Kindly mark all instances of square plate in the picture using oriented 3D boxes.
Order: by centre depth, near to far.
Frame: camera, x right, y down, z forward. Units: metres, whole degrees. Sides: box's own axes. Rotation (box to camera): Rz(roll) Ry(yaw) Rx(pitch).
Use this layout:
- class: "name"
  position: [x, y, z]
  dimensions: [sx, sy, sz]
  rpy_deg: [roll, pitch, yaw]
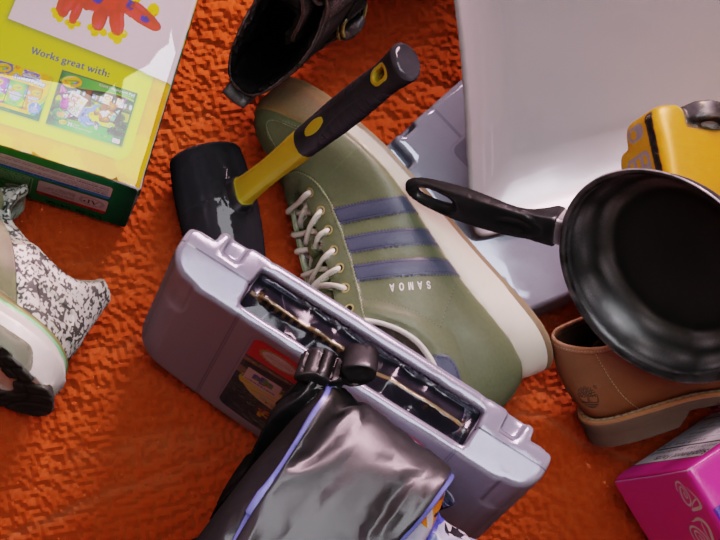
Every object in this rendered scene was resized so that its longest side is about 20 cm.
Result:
- class: "square plate"
  position: [0.137, -0.130, 1.355]
  dimensions: [0.200, 0.028, 0.198]
  rpy_deg: [-15, 121, -15]

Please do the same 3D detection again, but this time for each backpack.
- class: "backpack"
  position: [-0.031, 0.154, 1.242]
  dimensions: [0.154, 0.191, 0.200]
  rpy_deg: [41, 76, -3]

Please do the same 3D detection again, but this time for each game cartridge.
- class: "game cartridge"
  position: [-0.012, 0.061, 1.302]
  dimensions: [0.200, 0.133, 0.041]
  rpy_deg: [32, 70, 0]
- class: "game cartridge"
  position: [0.118, -0.070, 1.419]
  dimensions: [0.200, 0.040, 0.133]
  rpy_deg: [-41, 81, -19]

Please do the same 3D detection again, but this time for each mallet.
- class: "mallet"
  position: [-0.034, -0.068, 1.311]
  dimensions: [0.041, 0.200, 0.066]
  rpy_deg: [-3, 63, -36]

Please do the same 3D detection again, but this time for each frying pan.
- class: "frying pan"
  position: [0.118, 0.000, 1.306]
  dimensions: [0.031, 0.190, 0.115]
  rpy_deg: [-39, 120, -43]

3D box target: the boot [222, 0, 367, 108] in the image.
- class: "boot"
  position: [0.017, -0.174, 1.333]
  dimensions: [0.069, 0.200, 0.174]
  rpy_deg: [40, 46, 6]

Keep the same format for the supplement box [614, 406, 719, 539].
- class: "supplement box"
  position: [0.245, 0.093, 1.353]
  dimensions: [0.200, 0.103, 0.101]
  rpy_deg: [-32, 92, -16]

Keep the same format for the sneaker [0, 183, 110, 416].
- class: "sneaker"
  position: [-0.206, -0.019, 1.332]
  dimensions: [0.200, 0.077, 0.089]
  rpy_deg: [43, 58, -2]

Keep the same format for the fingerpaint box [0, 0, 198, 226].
- class: "fingerpaint box"
  position: [-0.186, -0.134, 1.360]
  dimensions: [0.200, 0.073, 0.167]
  rpy_deg: [17, 72, -6]

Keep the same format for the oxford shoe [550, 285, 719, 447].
- class: "oxford shoe"
  position: [0.185, 0.022, 1.329]
  dimensions: [0.200, 0.071, 0.071]
  rpy_deg: [-23, 110, 21]

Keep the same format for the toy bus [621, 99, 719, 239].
- class: "toy bus"
  position: [0.216, -0.037, 1.370]
  dimensions: [0.200, 0.078, 0.065]
  rpy_deg: [3, 68, -31]

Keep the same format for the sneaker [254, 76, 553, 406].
- class: "sneaker"
  position: [0.000, 0.000, 1.357]
  dimensions: [0.090, 0.067, 0.200]
  rpy_deg: [-41, 86, -21]
